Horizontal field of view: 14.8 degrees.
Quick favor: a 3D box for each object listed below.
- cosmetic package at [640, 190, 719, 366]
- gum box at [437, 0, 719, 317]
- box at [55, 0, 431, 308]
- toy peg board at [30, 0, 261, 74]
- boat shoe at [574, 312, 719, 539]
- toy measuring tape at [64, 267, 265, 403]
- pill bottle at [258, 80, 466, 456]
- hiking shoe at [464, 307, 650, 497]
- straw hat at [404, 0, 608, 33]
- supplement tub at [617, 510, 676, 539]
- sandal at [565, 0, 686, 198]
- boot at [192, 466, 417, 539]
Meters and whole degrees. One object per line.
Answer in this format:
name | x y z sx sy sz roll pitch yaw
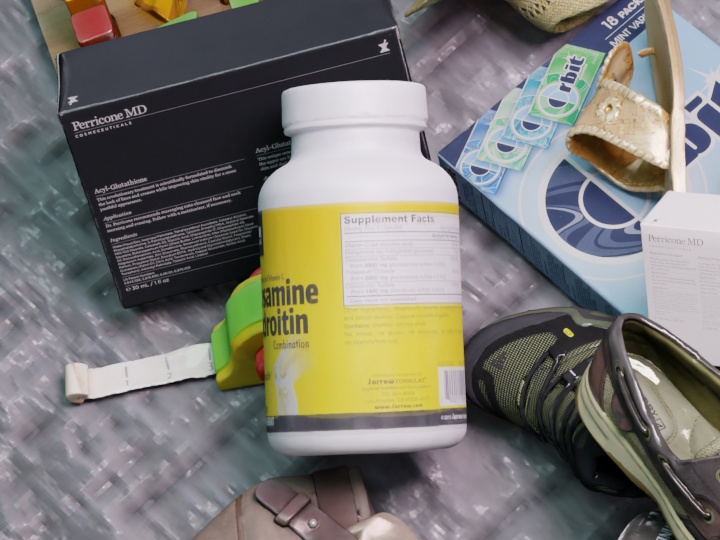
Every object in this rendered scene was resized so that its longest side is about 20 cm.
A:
cosmetic package | 0.249 0.010 1.447 0.199 0.083 0.051 6 30 26
gum box | 0.174 -0.053 1.629 0.170 0.045 0.200 -41 63 -14
box | -0.064 -0.076 1.622 0.199 0.141 0.079 -14 36 2
toy peg board | -0.102 -0.173 1.718 0.199 0.098 0.200 -21 59 -2
boat shoe | 0.184 0.100 1.393 0.072 0.066 0.201 -29 57 -24
toy measuring tape | -0.080 0.037 1.610 0.199 0.074 0.074 -10 59 4
pill bottle | 0.000 0.000 1.528 0.112 0.112 0.201 -3 87 9
hiking shoe | 0.132 0.075 1.509 0.199 0.076 0.101 15 19 28
straw hat | 0.122 -0.192 1.675 0.085 0.201 0.201 45 74 -5
supplement tub | 0.221 0.206 1.427 0.199 0.123 0.123 15 64 18
sandal | 0.152 -0.069 1.571 0.069 0.078 0.212 -7 64 -2
boot | -0.021 0.199 1.503 0.146 0.070 0.200 -25 63 -11
